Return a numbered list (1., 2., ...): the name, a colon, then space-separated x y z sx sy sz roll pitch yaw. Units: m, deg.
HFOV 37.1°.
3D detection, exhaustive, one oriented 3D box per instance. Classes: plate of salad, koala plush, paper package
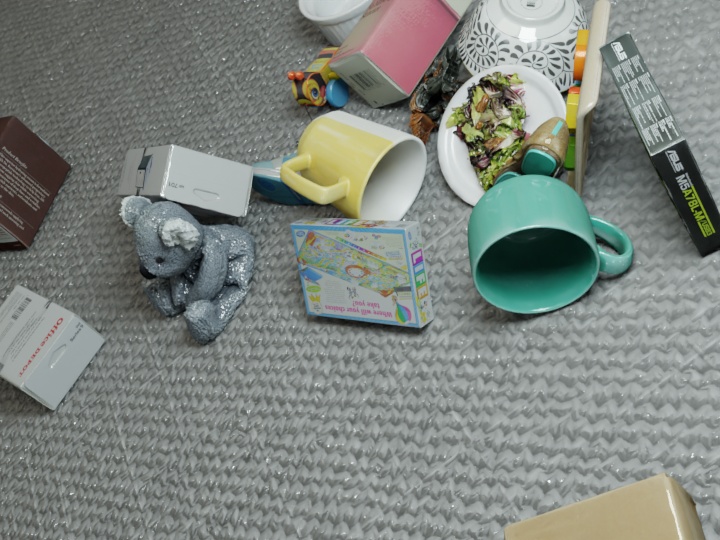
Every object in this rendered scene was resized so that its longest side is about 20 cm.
1. plate of salad: 0.187 -0.184 1.459 0.198 0.048 0.202 -4 82 34
2. koala plush: -0.269 -0.032 1.612 0.177 0.200 0.184 27 74 46
3. paper package: 0.243 0.322 1.015 0.189 0.103 0.201 -24 46 21

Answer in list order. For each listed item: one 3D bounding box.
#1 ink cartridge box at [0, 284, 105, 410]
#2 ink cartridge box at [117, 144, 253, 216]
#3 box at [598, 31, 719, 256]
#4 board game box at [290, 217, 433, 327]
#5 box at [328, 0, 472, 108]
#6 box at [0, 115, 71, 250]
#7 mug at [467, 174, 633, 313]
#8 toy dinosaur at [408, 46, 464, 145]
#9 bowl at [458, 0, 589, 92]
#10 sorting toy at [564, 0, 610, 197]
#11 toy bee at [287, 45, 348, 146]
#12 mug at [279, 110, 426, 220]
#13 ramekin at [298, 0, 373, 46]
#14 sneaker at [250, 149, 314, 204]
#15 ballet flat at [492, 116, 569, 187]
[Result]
1. ink cartridge box: -0.536 0.125 1.769 0.199 0.084 0.147 19 69 44
2. ink cartridge box: -0.278 -0.138 1.697 0.199 0.145 0.087 3 81 58
3. box: 0.354 -0.147 1.244 0.047 0.193 0.201 -25 44 15
4. board game box: 0.000 0.000 1.440 0.199 0.136 0.034 5 22 39
5. box: 0.062 -0.372 1.681 0.201 0.109 0.128 -57 21 -15
6. box: -0.702 -0.164 2.067 0.163 0.166 0.201 -3 55 36
7. mug: 0.218 -0.034 1.306 0.152 0.184 0.115 -44 33 35
8. toy dinosaur: 0.121 -0.250 1.595 0.135 0.101 0.202 -26 54 47
9. bowl: 0.240 -0.350 1.509 0.198 0.095 0.202 -1 58 2
10. sorting toy: 0.280 -0.210 1.358 0.036 0.201 0.187 9 58 10
11. toy bee: -0.066 -0.306 1.751 0.130 0.109 0.202 -14 49 25
12. mug: -0.017 -0.155 1.506 0.153 0.186 0.150 32 93 28
13. ramekin: 0.001 -0.473 1.844 0.199 0.098 0.202 -20 46 22
14. sneaker: -0.081 -0.175 1.680 0.198 0.080 0.132 7 63 29
15. ballet flat: 0.220 -0.138 1.351 0.067 0.200 0.073 29 72 4
